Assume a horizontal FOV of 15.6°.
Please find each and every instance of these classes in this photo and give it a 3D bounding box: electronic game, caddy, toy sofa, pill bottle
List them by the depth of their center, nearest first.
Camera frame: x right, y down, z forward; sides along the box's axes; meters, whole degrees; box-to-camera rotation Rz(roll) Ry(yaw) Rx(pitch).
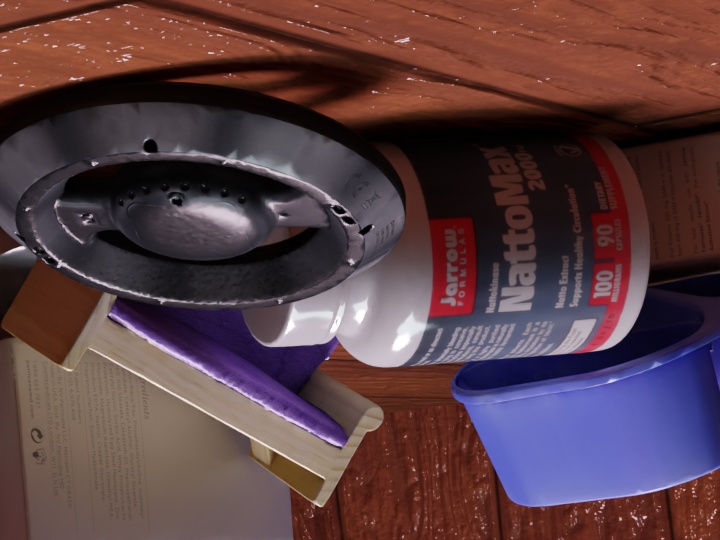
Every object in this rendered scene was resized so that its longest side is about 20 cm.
[{"bbox_3d":[-0.078,-0.033,1.229,0.199,0.042,0.200,3,154,2],"label":"electronic game"},{"bbox_3d":[0.040,-0.010,1.389,0.199,0.120,0.119,-4,173,-23],"label":"pill bottle"},{"bbox_3d":[-0.082,0.038,1.411,0.200,0.098,0.083,32,178,-34],"label":"toy sofa"},{"bbox_3d":[0.145,0.057,1.500,0.199,0.106,0.141,-13,-166,43],"label":"caddy"}]

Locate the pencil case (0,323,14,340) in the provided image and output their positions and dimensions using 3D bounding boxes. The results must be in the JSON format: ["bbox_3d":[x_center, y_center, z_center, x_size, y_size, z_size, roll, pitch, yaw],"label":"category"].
[{"bbox_3d":[-0.158,0.011,1.523,0.087,0.088,0.200,-2,172,-34],"label":"pencil case"}]

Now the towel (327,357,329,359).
[{"bbox_3d":[-0.109,0.044,1.886,0.199,0.024,0.145,-7,-160,9],"label":"towel"}]

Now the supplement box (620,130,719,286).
[{"bbox_3d":[0.157,-0.029,1.538,0.199,0.074,0.126,-9,173,23],"label":"supplement box"}]

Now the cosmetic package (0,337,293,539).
[{"bbox_3d":[-0.179,0.117,1.521,0.199,0.124,0.199,2,168,-45],"label":"cosmetic package"}]

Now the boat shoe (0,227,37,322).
[{"bbox_3d":[-0.233,0.004,1.490,0.072,0.066,0.200,-4,159,-35],"label":"boat shoe"}]
